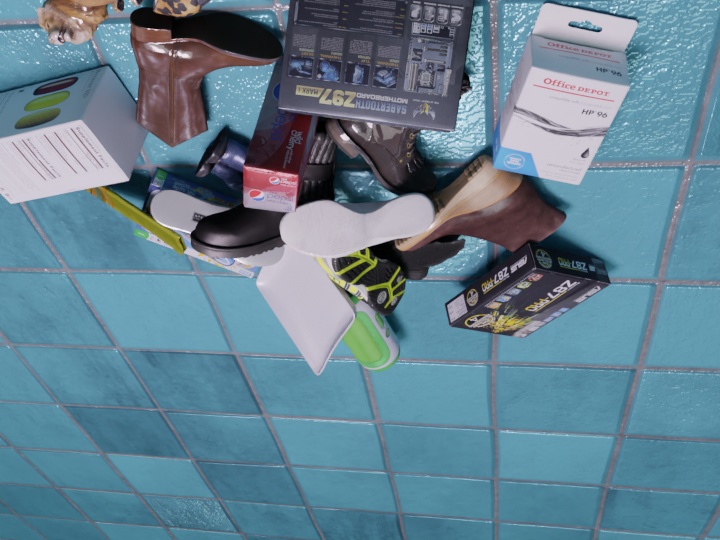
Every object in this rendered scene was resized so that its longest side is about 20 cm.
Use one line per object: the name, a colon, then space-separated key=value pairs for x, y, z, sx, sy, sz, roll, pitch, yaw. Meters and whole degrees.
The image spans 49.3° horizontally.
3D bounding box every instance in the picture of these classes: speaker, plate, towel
speaker: x=0.000 y=0.089 z=1.325 sx=0.088 sy=0.089 sz=0.200 roll=-9 pitch=139 yaw=22
plate: x=-0.083 y=0.040 z=1.240 sx=0.032 sy=0.200 sz=0.200 roll=-22 pitch=157 yaw=-33
towel: x=-0.345 y=-0.090 z=1.151 sx=0.200 sy=0.018 sz=0.086 roll=33 pitch=168 yaw=1

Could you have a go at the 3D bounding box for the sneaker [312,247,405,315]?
sneaker: x=0.000 y=0.000 z=1.142 sx=0.076 sy=0.075 sz=0.200 roll=25 pitch=167 yaw=39

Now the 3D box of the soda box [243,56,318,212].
soda box: x=-0.088 y=-0.165 z=0.930 sx=0.063 sy=0.200 sz=0.070 roll=10 pitch=143 yaw=-1

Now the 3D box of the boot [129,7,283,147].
boot: x=-0.196 y=-0.228 z=0.990 sx=0.186 sy=0.064 sz=0.200 roll=12 pitch=144 yaw=-2

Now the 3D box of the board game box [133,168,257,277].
board game box: x=-0.238 y=-0.069 z=1.216 sx=0.200 sy=0.034 sz=0.135 roll=21 pitch=141 yaw=-13

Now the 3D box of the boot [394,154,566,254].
boot: x=0.166 y=-0.058 z=1.099 sx=0.166 sy=0.072 sz=0.200 roll=33 pitch=124 yaw=-29

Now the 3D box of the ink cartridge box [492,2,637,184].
ink cartridge box: x=0.237 y=-0.201 z=0.922 sx=0.116 sy=0.068 sz=0.200 roll=10 pitch=142 yaw=-1

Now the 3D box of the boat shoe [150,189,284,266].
boat shoe: x=-0.203 y=-0.067 z=1.136 sx=0.200 sy=0.064 sz=0.071 roll=25 pitch=95 yaw=-10

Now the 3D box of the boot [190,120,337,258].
boot: x=-0.127 y=-0.112 z=1.028 sx=0.211 sy=0.079 sz=0.158 roll=-14 pitch=122 yaw=-22

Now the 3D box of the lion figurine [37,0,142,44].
lion figurine: x=-0.320 y=-0.346 z=0.870 sx=0.122 sy=0.072 sz=0.200 roll=12 pitch=129 yaw=16

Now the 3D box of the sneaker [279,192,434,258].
sneaker: x=-0.006 y=-0.059 z=1.036 sx=0.200 sy=0.075 sz=0.088 roll=-6 pitch=-177 yaw=-5

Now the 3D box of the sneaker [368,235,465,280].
sneaker: x=0.049 y=-0.040 z=1.177 sx=0.200 sy=0.060 sz=0.104 roll=10 pitch=141 yaw=-6

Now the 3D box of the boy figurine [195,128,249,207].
boy figurine: x=-0.134 y=-0.115 z=1.115 sx=0.200 sy=0.064 sz=0.124 roll=33 pitch=133 yaw=-24

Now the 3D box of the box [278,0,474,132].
box: x=0.017 y=-0.242 z=0.861 sx=0.200 sy=0.051 sz=0.158 roll=7 pitch=98 yaw=3

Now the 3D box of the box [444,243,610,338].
box: x=0.252 y=0.036 z=1.203 sx=0.161 sy=0.049 sz=0.200 roll=9 pitch=147 yaw=-33

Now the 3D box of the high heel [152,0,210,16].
high heel: x=-0.215 y=-0.353 z=0.820 sx=0.142 sy=0.071 sz=0.200 roll=-20 pitch=142 yaw=24

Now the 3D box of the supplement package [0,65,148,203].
supplement package: x=-0.405 y=-0.179 z=1.050 sx=0.200 sy=0.114 sz=0.110 roll=-8 pitch=139 yaw=19

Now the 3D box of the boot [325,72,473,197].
boot: x=0.072 y=-0.185 z=0.982 sx=0.200 sy=0.069 sz=0.174 roll=31 pitch=132 yaw=-31
